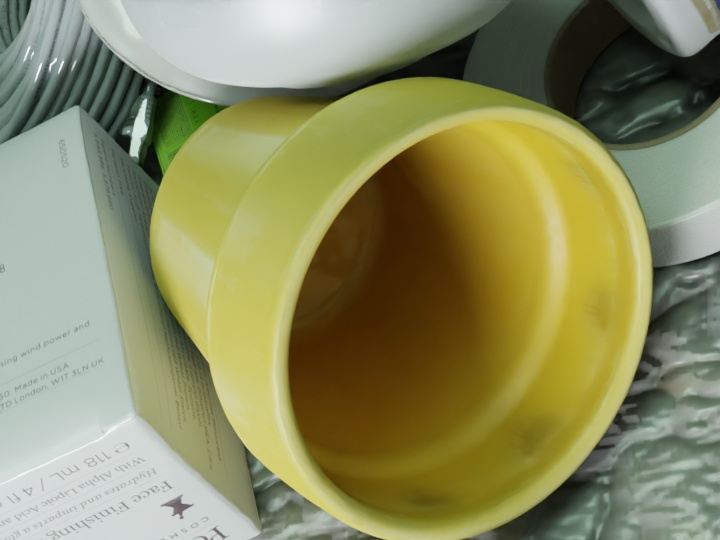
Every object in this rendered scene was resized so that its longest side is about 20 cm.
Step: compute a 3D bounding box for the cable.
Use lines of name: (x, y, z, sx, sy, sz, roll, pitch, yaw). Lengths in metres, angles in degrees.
cable: (-0.172, -0.148, 1.373, 0.200, 0.069, 0.200, 11, 93, 59)

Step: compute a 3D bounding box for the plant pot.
plant pot: (0.000, 0.000, 1.162, 0.201, 0.201, 0.189, -52, 36, -8)

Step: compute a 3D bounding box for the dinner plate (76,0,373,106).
dinner plate: (-0.050, -0.174, 1.272, 0.200, 0.024, 0.200, 1, 67, -1)

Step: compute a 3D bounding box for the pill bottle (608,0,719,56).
pill bottle: (0.188, -0.204, 1.176, 0.200, 0.111, 0.111, -42, 49, -1)

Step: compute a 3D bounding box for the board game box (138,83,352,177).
board game box: (-0.073, -0.122, 1.366, 0.102, 0.048, 0.200, -30, 51, 10)

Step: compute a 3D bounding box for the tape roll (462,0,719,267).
tape roll: (0.146, -0.094, 1.228, 0.203, 0.037, 0.203, -15, 54, 22)

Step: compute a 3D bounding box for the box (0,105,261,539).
box: (-0.177, 0.062, 1.253, 0.199, 0.131, 0.200, -26, 52, 14)

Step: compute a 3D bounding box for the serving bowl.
serving bowl: (-0.009, -0.129, 1.166, 0.200, 0.066, 0.200, -12, 21, 5)
